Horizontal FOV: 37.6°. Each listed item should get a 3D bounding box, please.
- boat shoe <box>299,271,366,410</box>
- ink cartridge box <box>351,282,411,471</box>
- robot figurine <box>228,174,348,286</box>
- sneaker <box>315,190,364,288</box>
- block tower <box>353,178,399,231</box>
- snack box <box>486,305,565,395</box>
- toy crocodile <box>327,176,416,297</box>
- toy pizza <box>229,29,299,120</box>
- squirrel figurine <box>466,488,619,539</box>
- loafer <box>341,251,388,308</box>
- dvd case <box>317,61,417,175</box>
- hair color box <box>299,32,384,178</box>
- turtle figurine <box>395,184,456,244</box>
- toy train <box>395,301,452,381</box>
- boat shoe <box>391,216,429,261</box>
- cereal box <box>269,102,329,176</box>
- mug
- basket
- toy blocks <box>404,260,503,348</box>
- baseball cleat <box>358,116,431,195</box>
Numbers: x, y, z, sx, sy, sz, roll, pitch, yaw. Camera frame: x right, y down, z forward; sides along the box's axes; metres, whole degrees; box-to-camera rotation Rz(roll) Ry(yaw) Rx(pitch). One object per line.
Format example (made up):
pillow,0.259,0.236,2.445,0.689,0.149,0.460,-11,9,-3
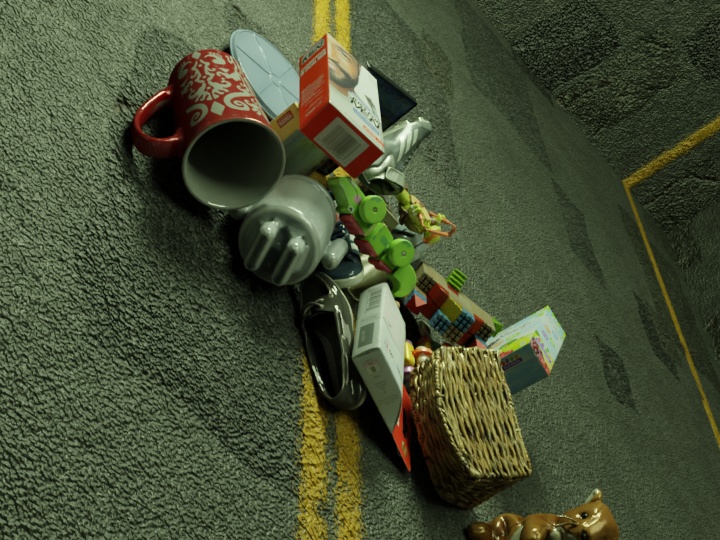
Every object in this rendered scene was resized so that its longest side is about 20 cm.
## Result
boat shoe,-0.043,0.086,1.390,0.057,0.066,0.202,24,43,-58
ink cartridge box,0.050,0.143,1.441,0.201,0.056,0.163,60,18,-25
robot figurine,-0.095,-0.057,1.410,0.168,0.113,0.201,32,27,-6
sneaker,-0.039,-0.049,1.509,0.201,0.074,0.086,-109,-167,-60
block tower,0.014,-0.100,1.682,0.058,0.054,0.200,47,7,-17
snack box,0.237,0.148,1.721,0.068,0.168,0.200,58,23,-2
toy crocodile,0.016,-0.049,1.473,0.067,0.062,0.201,12,-39,57
toy pizza,-0.148,-0.302,1.718,0.200,0.032,0.202,43,28,-30
squirrel figurine,0.285,0.382,1.496,0.199,0.186,0.143,12,48,-58
loafer,0.000,0.000,1.574,0.076,0.069,0.200,54,24,-5
dvd case,-0.024,-0.234,1.661,0.142,0.199,0.018,25,36,-51
hair color box,-0.028,-0.232,1.468,0.111,0.064,0.201,39,26,-29
turtle figurine,0.086,-0.101,1.721,0.162,0.064,0.200,55,15,10
toy train,0.087,0.100,1.634,0.199,0.055,0.152,21,42,-53
boat shoe,0.079,-0.049,1.800,0.073,0.068,0.200,22,18,20
cereal box,-0.092,-0.183,1.539,0.040,0.143,0.199,59,23,11
mug,-0.197,-0.201,1.363,0.176,0.134,0.201,28,26,-36
basket,0.128,0.226,1.496,0.141,0.149,0.203,4,61,-32
toy blocks,0.141,0.067,1.665,0.199,0.100,0.137,39,13,-9
baseball cleat,0.054,-0.174,1.648,0.199,0.069,0.108,-25,89,-43
